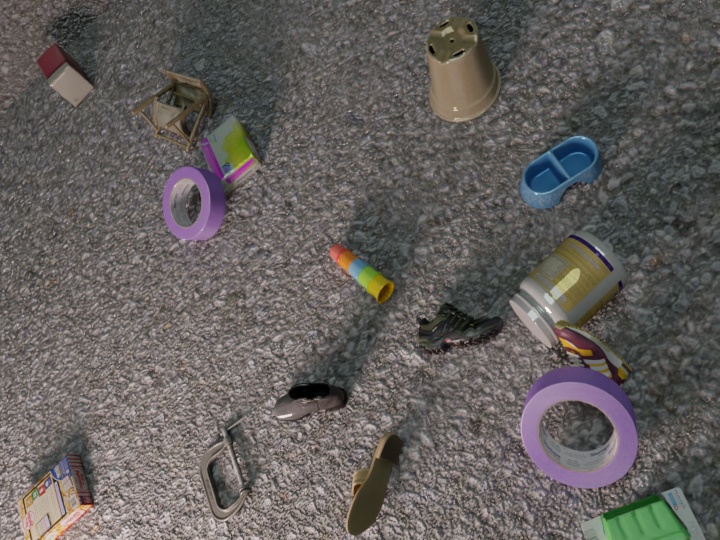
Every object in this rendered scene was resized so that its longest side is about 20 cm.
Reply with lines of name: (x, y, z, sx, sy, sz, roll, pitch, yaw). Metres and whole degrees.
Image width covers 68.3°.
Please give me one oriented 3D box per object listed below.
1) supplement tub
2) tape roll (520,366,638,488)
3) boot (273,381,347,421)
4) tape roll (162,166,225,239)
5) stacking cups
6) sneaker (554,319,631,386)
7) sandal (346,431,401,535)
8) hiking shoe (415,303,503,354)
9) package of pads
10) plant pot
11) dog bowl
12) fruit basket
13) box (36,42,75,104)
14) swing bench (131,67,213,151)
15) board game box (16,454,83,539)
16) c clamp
supplement tub: (0.412, 0.039, 1.064, 0.199, 0.145, 0.146, -42, 60, 2)
tape roll: (0.393, 0.283, 0.962, 0.193, 0.065, 0.209, 8, 109, 24)
boot: (-0.135, 0.289, 1.211, 0.193, 0.132, 0.072, -20, 63, 15)
tape roll: (-0.487, -0.194, 1.549, 0.193, 0.065, 0.209, 1, 92, 29)
stacking cups: (0.000, 0.000, 1.316, 0.061, 0.060, 0.199, -48, 55, -2)
sneaker: (0.421, 0.173, 0.989, 0.092, 0.197, 0.075, -55, 19, 1)
sandal: (0.017, 0.446, 1.134, 0.069, 0.077, 0.217, 1, 59, 56)
hiking shoe: (0.212, 0.115, 1.161, 0.193, 0.076, 0.105, -16, 67, 18)
package of pads: (-0.395, -0.357, 1.615, 0.152, 0.068, 0.203, -36, 61, 7)
plant pot: (0.246, -0.517, 1.333, 0.193, 0.184, 0.208, -8, 66, 19)
dog bowl: (0.453, -0.227, 1.205, 0.196, 0.050, 0.114, -32, 61, 10)
fruit basket: (0.499, 0.498, 0.893, 0.180, 0.093, 0.206, -26, 77, 12)
box: (-1.153, -0.764, 2.072, 0.109, 0.128, 0.201, -42, 60, 1)
swing bench: (-0.604, -0.533, 1.746, 0.194, 0.130, 0.204, 24, 75, 29)
board game box: (-0.824, 0.626, 1.428, 0.199, 0.046, 0.153, -41, 60, 4)
c clamp: (-0.318, 0.480, 1.276, 0.167, 0.027, 0.205, -31, 61, 10)
